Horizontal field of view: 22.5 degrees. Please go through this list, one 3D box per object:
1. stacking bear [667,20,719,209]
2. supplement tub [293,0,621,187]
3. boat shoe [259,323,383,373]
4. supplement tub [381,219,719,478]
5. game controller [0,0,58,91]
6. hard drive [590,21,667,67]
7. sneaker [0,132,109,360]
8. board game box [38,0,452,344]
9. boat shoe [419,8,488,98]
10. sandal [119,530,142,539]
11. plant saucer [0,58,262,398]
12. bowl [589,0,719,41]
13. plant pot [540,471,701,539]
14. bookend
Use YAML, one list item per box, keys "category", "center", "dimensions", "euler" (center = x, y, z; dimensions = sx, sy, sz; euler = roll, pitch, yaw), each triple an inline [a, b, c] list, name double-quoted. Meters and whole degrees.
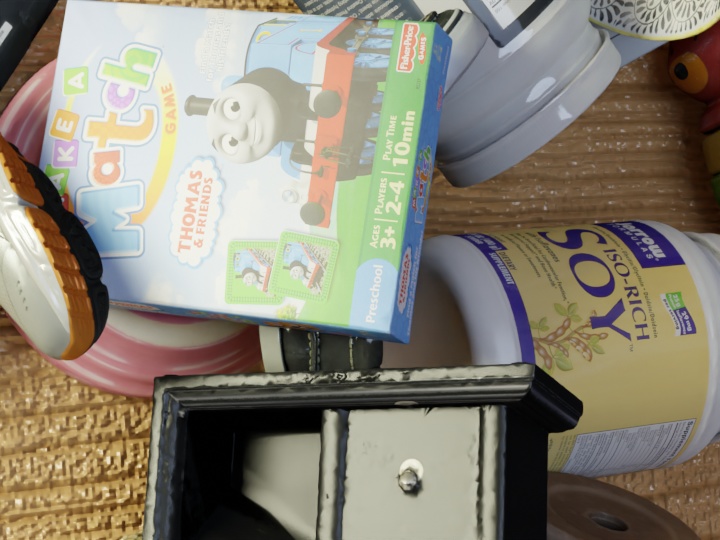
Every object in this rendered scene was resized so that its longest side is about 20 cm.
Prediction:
- category: "stacking bear"
  center: [0.260, -0.083, 1.139]
  dimensions: [0.113, 0.121, 0.201]
  euler: [-26, 89, -23]
- category: "supplement tub"
  center: [0.041, -0.162, 1.018]
  dimensions: [0.140, 0.140, 0.201]
  euler: [-43, 104, -22]
- category: "boat shoe"
  center: [0.000, 0.000, 0.975]
  dimensions: [0.067, 0.200, 0.072]
  euler: [-7, 115, 15]
- category: "supplement tub"
  center: [0.123, 0.047, 1.036]
  dimensions: [0.198, 0.145, 0.147]
  euler: [-5, 87, -26]
- category: "game controller"
  center: [-0.224, -0.136, 0.951]
  dimensions: [0.104, 0.042, 0.201]
  euler: [41, 69, -32]
- category: "hard drive"
  center: [0.138, -0.227, 1.092]
  dimensions: [0.131, 0.027, 0.201]
  euler: [-28, 97, 15]
- category: "sneaker"
  center: [-0.199, -0.028, 0.870]
  dimensions: [0.092, 0.076, 0.201]
  euler: [-38, 73, 6]
- category: "board game box"
  center: [-0.063, -0.052, 0.892]
  dimensions: [0.198, 0.037, 0.153]
  euler: [6, 82, 19]
- category: "boat shoe"
  center: [-0.025, -0.076, 0.932]
  dimensions: [0.200, 0.072, 0.071]
  euler: [-40, 97, 3]
- category: "sandal"
  center: [-0.106, 0.172, 0.962]
  dimensions: [0.211, 0.069, 0.078]
  euler: [-19, 96, -49]
- category: "plant saucer"
  center: [-0.107, -0.032, 0.985]
  dimensions: [0.199, 0.051, 0.203]
  euler: [2, 84, -25]
- category: "bowl"
  center: [0.153, -0.237, 1.005]
  dimensions: [0.094, 0.200, 0.201]
  euler: [-45, 104, -23]
- category: "plant pot"
  center: [0.102, 0.207, 0.954]
  dimensions: [0.198, 0.200, 0.176]
  euler: [10, 105, -24]
- category: "bookend"
  center: [-0.001, 0.154, 0.869]
  dimensions: [0.092, 0.197, 0.202]
  euler: [35, 56, -64]
